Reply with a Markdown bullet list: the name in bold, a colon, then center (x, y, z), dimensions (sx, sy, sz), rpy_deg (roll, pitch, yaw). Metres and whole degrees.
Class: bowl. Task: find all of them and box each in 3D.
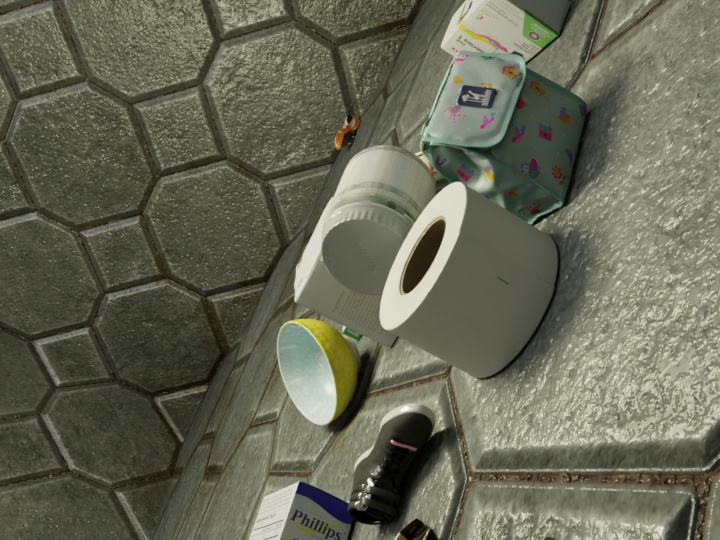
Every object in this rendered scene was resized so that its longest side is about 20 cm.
- **bowl**: center (-0.063, 0.177, 1.331), dimensions (0.106, 0.203, 0.200), rpy_deg (-18, -15, -34)

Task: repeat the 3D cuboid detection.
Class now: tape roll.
- **tape roll**: center (0.131, 0.012, 0.877), dimensions (0.204, 0.137, 0.204), rpy_deg (-56, 15, 23)

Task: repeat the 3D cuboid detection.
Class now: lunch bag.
- **lunch bag**: center (0.182, -0.183, 0.924), dimensions (0.122, 0.198, 0.173), rpy_deg (-37, 27, 62)

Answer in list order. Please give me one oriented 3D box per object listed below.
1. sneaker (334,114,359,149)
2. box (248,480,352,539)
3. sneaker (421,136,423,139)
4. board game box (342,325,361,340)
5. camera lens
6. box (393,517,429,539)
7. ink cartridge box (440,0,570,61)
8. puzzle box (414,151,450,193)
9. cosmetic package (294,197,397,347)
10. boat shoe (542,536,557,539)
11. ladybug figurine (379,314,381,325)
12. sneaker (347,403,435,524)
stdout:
- **sneaker**: center (-0.062, -0.557, 2.934), dimensions (0.202, 0.075, 0.092), rpy_deg (-64, 4, -40)
- **box**: center (-0.108, 0.440, 1.046), dimensions (0.184, 0.104, 0.203), rpy_deg (-43, 24, 56)
- **sneaker**: center (0.199, -0.309, 1.426), dimensions (0.200, 0.070, 0.081), rpy_deg (-42, 14, 43)
- **board game box**: center (0.016, 0.032, 1.504), dimensions (0.154, 0.040, 0.201), rpy_deg (-57, 14, 24)
- **camera lens**: center (0.031, -0.083, 1.084), dimensions (0.160, 0.158, 0.202), rpy_deg (-50, 14, 41)
- **box**: center (0.002, 0.356, 0.733), dimensions (0.202, 0.021, 0.164), rpy_deg (-55, -17, -5)
- **ink cartridge box**: center (0.256, -0.443, 1.268), dimensions (0.085, 0.143, 0.200), rpy_deg (-66, 13, -19)
- **puzzle box**: center (0.115, -0.132, 1.165), dimensions (0.025, 0.136, 0.198), rpy_deg (-19, 3, -39)
- **cosmetic package**: center (0.000, 0.000, 1.272), dimensions (0.167, 0.197, 0.165), rpy_deg (-60, 14, 15)
- **boat shoe**: center (0.142, 0.274, 0.466), dimensions (0.063, 0.072, 0.201), rpy_deg (-53, 21, 24)
- **ladybug figurine**: center (0.103, 0.017, 1.120), dimensions (0.202, 0.071, 0.136), rpy_deg (-58, 12, 18)
- **sneaker**: center (0.041, 0.260, 0.908), dimensions (0.100, 0.070, 0.201), rpy_deg (-80, 16, -48)
